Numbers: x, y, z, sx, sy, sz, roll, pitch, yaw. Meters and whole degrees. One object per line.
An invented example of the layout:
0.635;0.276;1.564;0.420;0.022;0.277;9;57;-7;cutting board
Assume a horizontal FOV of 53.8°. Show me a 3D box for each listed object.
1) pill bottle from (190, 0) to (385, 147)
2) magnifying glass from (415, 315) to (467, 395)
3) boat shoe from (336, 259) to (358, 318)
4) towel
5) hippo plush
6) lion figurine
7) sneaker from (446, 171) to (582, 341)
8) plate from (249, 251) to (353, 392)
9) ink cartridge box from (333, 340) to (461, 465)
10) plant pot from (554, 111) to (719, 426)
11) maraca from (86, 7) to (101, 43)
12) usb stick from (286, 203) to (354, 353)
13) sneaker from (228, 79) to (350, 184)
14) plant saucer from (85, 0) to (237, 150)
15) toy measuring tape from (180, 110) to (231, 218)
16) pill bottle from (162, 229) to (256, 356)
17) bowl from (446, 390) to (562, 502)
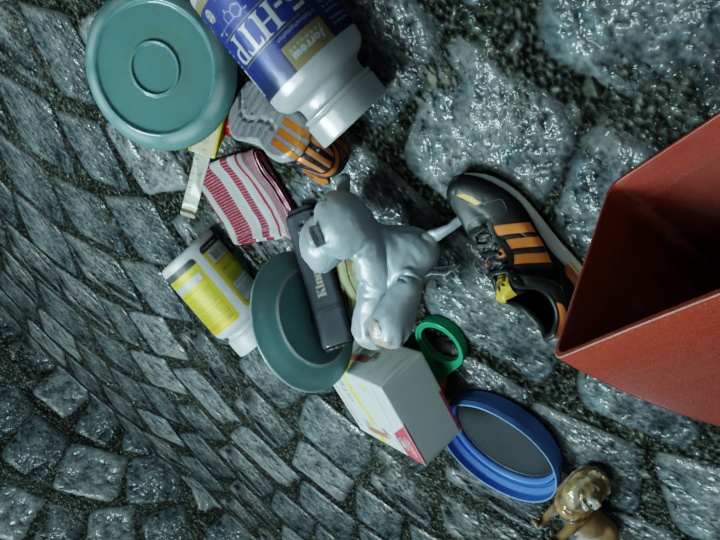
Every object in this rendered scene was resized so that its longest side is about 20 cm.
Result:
-0.068;-0.234;0.724;0.201;0.120;0.119;49;147;-10;pill bottle
0.117;0.140;1.041;0.078;0.022;0.203;26;142;25;magnifying glass
0.001;0.002;0.980;0.074;0.061;0.205;-109;2;-57;boat shoe
-0.176;-0.106;1.079;0.197;0.023;0.146;-3;124;49;towel
0.001;-0.009;0.833;0.158;0.163;0.199;28;153;-16;hippo plush
0.323;0.359;1.009;0.201;0.122;0.073;49;-178;-38;lion figurine
0.158;-0.015;0.751;0.200;0.090;0.070;44;148;-2;sneaker
-0.072;0.068;1.003;0.025;0.201;0.202;-21;112;40;plate
0.041;0.187;1.071;0.198;0.083;0.147;9;133;61;ink cartridge box
0.301;0.011;0.548;0.174;0.202;0.200;35;149;-9;plant pot
-0.293;-0.256;0.954;0.136;0.106;0.203;5;128;61;maraca
-0.056;0.010;0.984;0.054;0.032;0.206;-18;84;24;usb stick
-0.085;-0.159;0.867;0.111;0.078;0.200;28;-166;-43;sneaker
-0.250;-0.249;0.874;0.194;0.028;0.206;1;107;4;plant saucer
-0.204;-0.173;0.952;0.072;0.073;0.205;28;115;20;toy measuring tape
-0.238;0.042;1.227;0.201;0.114;0.113;51;147;-11;pill bottle
0.208;0.259;1.055;0.197;0.039;0.204;28;144;22;bowl
